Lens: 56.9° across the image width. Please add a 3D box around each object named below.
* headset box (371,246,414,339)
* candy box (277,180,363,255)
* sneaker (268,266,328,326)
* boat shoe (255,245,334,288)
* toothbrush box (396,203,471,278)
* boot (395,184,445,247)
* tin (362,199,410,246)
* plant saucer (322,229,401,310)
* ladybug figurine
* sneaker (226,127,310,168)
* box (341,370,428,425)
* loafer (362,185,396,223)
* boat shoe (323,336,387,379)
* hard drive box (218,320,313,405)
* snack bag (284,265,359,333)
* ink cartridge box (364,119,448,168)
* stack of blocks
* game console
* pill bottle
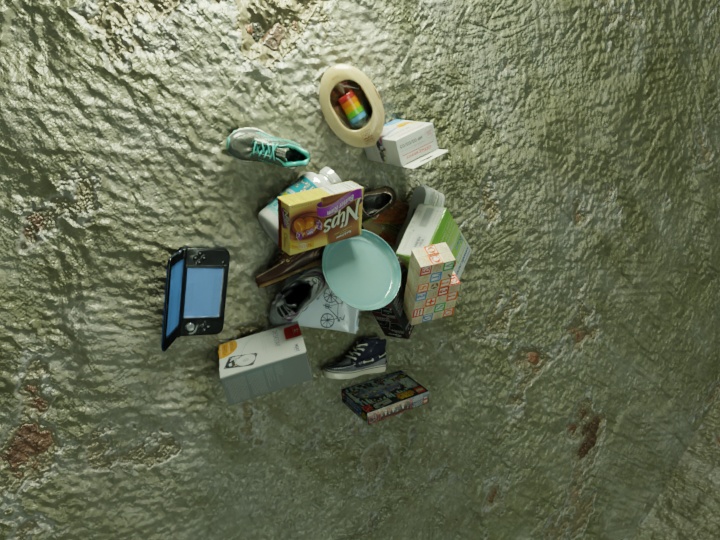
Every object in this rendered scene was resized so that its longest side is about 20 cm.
[{"bbox_3d":[0.084,0.049,1.658,0.150,0.076,0.201,-62,142,-32],"label":"headset box"},{"bbox_3d":[-0.086,-0.118,1.462,0.197,0.056,0.119,-17,123,-33],"label":"candy box"},{"bbox_3d":[-0.166,0.072,1.520,0.078,0.140,0.200,48,115,4],"label":"sneaker"},{"bbox_3d":[-0.159,-0.023,1.555,0.197,0.070,0.071,-24,96,-6],"label":"boat shoe"},{"bbox_3d":[0.185,-0.046,1.643,0.147,0.085,0.200,-63,144,-18],"label":"toothbrush box"},{"bbox_3d":[0.161,-0.111,1.704,0.094,0.073,0.203,13,100,-40],"label":"boot"},{"bbox_3d":[0.072,-0.128,1.706,0.198,0.042,0.114,23,88,-36],"label":"tin"},{"bbox_3d":[0.000,0.000,1.535,0.196,0.027,0.204,10,63,-21],"label":"plant saucer"},{"bbox_3d":[-0.019,-0.377,1.534,0.134,0.072,0.202,-27,106,4],"label":"ladybug figurine"},{"bbox_3d":[-0.195,-0.267,1.460,0.197,0.091,0.079,2,103,-33],"label":"sneaker"},{"bbox_3d":[0.066,0.337,1.779,0.197,0.136,0.041,-13,114,-29],"label":"box"},{"bbox_3d":[-0.005,-0.150,1.599,0.198,0.071,0.074,-29,93,0],"label":"loafer"},{"bbox_3d":[-0.013,0.224,1.743,0.197,0.074,0.095,-4,100,-40],"label":"boat shoe"},{"bbox_3d":[-0.218,0.208,1.515,0.196,0.156,0.078,-16,114,-8],"label":"hard drive box"},{"bbox_3d":[-0.087,0.049,1.615,0.196,0.021,0.193,8,99,-4],"label":"snack bag"},{"bbox_3d":[0.103,-0.303,1.574,0.114,0.199,0.069,-29,118,-22],"label":"ink cartridge box"},{"bbox_3d":[0.170,0.030,1.550,0.113,0.059,0.202,-13,139,-15],"label":"stack of blocks"},{"bbox_3d":[-0.355,0.060,1.439,0.168,0.118,0.204,0,104,-32],"label":"game console"},{"bbox_3d":[-0.131,-0.149,1.525,0.200,0.110,0.112,-43,122,-15],"label":"pill bottle"}]
